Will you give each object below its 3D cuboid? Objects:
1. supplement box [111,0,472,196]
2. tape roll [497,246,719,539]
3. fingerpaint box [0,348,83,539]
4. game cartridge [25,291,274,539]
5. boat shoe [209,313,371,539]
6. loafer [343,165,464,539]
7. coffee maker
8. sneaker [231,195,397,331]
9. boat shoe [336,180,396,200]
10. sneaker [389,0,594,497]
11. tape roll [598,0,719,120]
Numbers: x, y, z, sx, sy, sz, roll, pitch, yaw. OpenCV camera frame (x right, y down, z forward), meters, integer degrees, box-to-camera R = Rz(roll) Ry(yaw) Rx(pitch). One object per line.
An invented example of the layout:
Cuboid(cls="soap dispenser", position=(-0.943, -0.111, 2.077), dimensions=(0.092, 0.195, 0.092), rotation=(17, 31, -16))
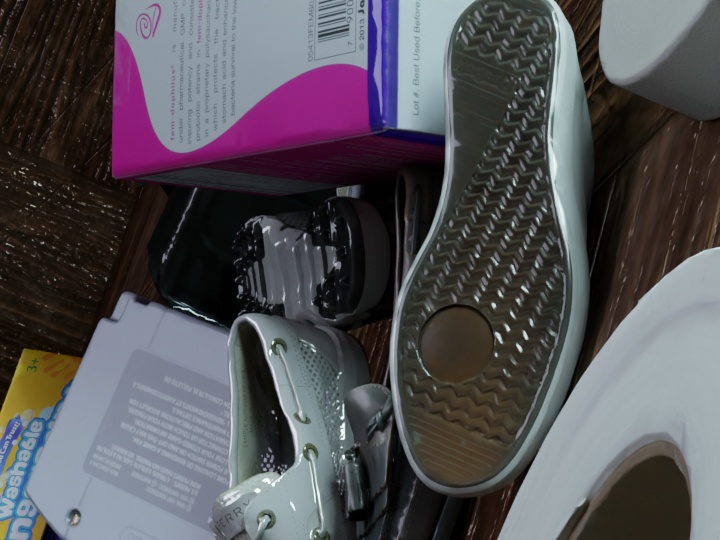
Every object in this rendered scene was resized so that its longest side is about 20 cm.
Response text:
Cuboid(cls="supplement box", position=(-0.016, -0.094, 1.035), dimensions=(0.199, 0.103, 0.102), rotation=(-5, 82, 49))
Cuboid(cls="tape roll", position=(0.079, 0.098, 0.523), dimensions=(0.202, 0.070, 0.204), rotation=(-158, 90, -81))
Cuboid(cls="fingerpaint box", position=(-0.123, 0.152, 1.201), dimensions=(0.073, 0.166, 0.201), rotation=(60, -137, -56))
Cuboid(cls="game cartridge", position=(-0.070, 0.097, 1.115), dimensions=(0.199, 0.040, 0.134), rotation=(20, 80, 41))
Cuboid(cls="boat shoe", position=(-0.035, 0.110, 1.003), dimensions=(0.071, 0.069, 0.201), rotation=(-37, 46, 39))
Cuboid(cls="loafer", position=(0.019, 0.049, 0.978), dimensions=(0.072, 0.063, 0.201), rotation=(132, 158, -63))
Cuboid(cls="coffee maker", position=(-0.036, -0.062, 1.411), dimensions=(0.201, 0.134, 0.192), rotation=(-65, 33, 25))
Cuboid(cls="sneaker", position=(0.000, 0.000, 1.120), dimensions=(0.200, 0.090, 0.067), rotation=(165, 100, -69))
Cuboid(cls="boat shoe", position=(0.036, -0.069, 1.125), dimensions=(0.202, 0.074, 0.065), rotation=(131, 147, -56))
Cuboid(cls="sneaker", position=(0.062, -0.002, 0.909), dimensions=(0.085, 0.072, 0.202), rotation=(52, -135, -62))
Cuboid(cls="tape roll", position=(0.142, -0.150, 0.817), dimensions=(0.203, 0.037, 0.204), rotation=(-157, 90, -81))
